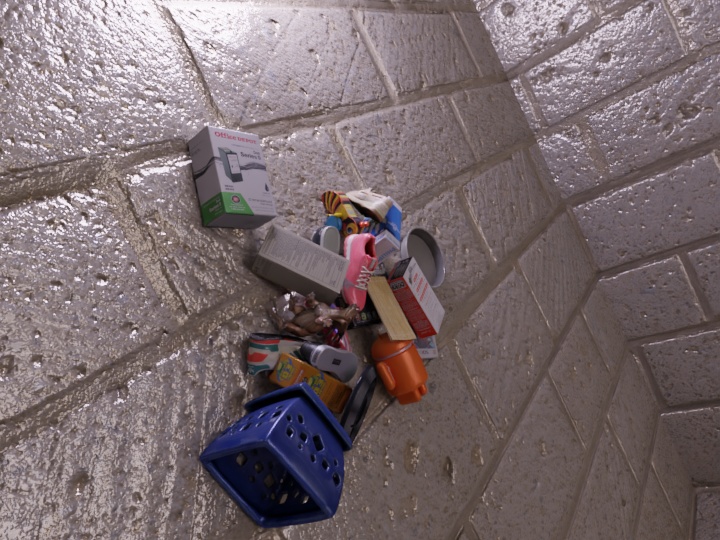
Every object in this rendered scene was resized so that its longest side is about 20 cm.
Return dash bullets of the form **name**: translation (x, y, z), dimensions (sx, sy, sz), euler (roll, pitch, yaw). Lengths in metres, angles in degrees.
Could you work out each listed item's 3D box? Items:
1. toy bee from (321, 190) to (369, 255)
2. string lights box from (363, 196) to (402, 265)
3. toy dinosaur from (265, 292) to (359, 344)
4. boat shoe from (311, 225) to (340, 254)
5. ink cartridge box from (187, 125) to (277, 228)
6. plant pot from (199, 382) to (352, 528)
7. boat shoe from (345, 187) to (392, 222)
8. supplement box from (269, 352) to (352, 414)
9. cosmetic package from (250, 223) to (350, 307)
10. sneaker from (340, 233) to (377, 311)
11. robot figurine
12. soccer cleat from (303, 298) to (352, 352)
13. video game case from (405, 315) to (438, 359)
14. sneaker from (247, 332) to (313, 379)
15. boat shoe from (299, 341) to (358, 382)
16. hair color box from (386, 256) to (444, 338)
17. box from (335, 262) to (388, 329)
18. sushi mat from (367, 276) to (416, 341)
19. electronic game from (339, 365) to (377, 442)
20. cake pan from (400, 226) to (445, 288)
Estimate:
- **toy bee**: translation (-0.027, -0.128, 1.462), dimensions (0.201, 0.108, 0.131), euler (60, 37, -9)
- **string lights box**: translation (0.056, -0.105, 1.513), dimensions (0.059, 0.102, 0.201), euler (41, 32, -23)
- **toy dinosaur**: translation (-0.105, 0.115, 1.225), dimensions (0.136, 0.198, 0.087), euler (63, 21, -60)
- **boat shoe**: translation (-0.095, -0.008, 1.357), dimensions (0.075, 0.060, 0.202), euler (19, 79, -39)
- **ink cartridge box**: translation (-0.281, -0.201, 1.218), dimensions (0.145, 0.084, 0.202), euler (-3, 74, -50)
- **plant pot**: translation (-0.141, 0.336, 1.041), dimensions (0.201, 0.199, 0.180), euler (54, 35, -15)
- **boat shoe**: translation (0.024, -0.185, 1.493), dimensions (0.065, 0.200, 0.072), euler (-46, 119, -5)
- **supplement box**: translation (-0.101, 0.243, 1.183), dimensions (0.200, 0.068, 0.067), euler (39, 74, -46)
- **cosmetic package**: translation (-0.133, -0.011, 1.250), dimensions (0.199, 0.073, 0.104), euler (27, 50, -9)
- **sneaker**: translation (0.000, 0.000, 1.361), dimensions (0.073, 0.086, 0.202), euler (15, 70, -42)
- **robot figurine**: translation (0.100, 0.239, 1.427), dimensions (0.143, 0.117, 0.202), euler (-25, 92, -17)
- **soccer cleat**: translation (-0.061, 0.134, 1.314), dimensions (0.076, 0.066, 0.201), euler (-41, 109, -35)
- **video game case**: translation (0.148, 0.154, 1.596), dimensions (0.181, 0.023, 0.202), euler (8, 67, -48)
- **sneaker**: translation (-0.167, 0.189, 1.193), dimensions (0.199, 0.070, 0.094), euler (16, 85, -53)
- **boat shoe**: translation (-0.065, 0.196, 1.228), dimensions (0.069, 0.056, 0.200), euler (-63, 150, -9)
- **hair color box**: translation (0.157, 0.077, 1.559), dimensions (0.201, 0.063, 0.111), euler (59, 32, -19)
- **box**: translation (0.010, 0.064, 1.458), dimensions (0.199, 0.049, 0.163), euler (-3, 71, -51)
- **sushi mat**: translation (0.070, 0.095, 1.415), dimensions (0.095, 0.012, 0.201), euler (8, 47, -46)
- **electronic game**: translation (-0.012, 0.306, 1.233), dimensions (0.041, 0.201, 0.200), euler (21, 42, 12)
- **cake pan**: translation (0.193, -0.036, 1.727), dimensions (0.199, 0.037, 0.202), euler (25, 54, -41)
